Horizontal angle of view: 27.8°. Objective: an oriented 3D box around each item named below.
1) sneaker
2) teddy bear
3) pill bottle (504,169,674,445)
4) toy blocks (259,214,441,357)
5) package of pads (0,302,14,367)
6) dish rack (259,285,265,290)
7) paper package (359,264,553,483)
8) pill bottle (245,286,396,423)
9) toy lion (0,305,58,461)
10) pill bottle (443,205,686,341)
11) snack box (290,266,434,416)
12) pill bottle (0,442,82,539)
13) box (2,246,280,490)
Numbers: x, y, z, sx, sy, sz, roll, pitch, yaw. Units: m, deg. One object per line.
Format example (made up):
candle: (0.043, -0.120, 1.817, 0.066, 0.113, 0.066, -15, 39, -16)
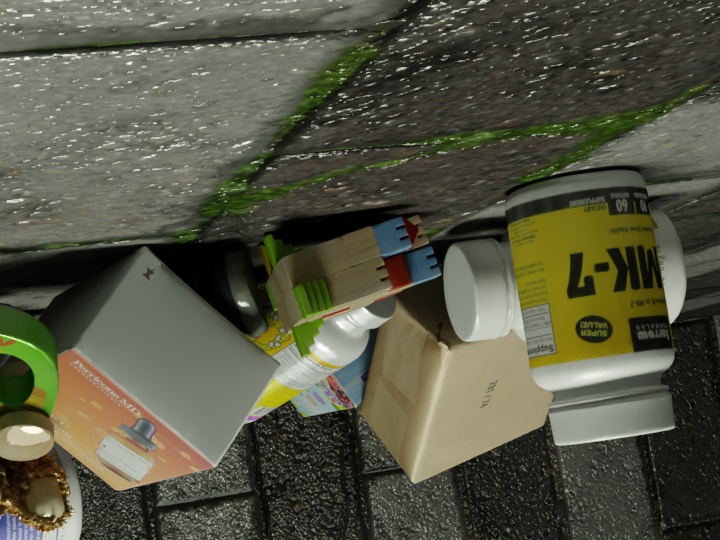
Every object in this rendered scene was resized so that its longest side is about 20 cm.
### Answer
sneaker: (-0.140, 0.029, 1.248, 0.113, 0.077, 0.199, -14, 180, -10)
teddy bear: (-0.302, 0.161, 1.172, 0.144, 0.067, 0.199, 3, -164, -46)
pill bottle: (0.183, 0.030, 1.140, 0.113, 0.201, 0.114, -9, 174, -1)
toy blocks: (0.000, 0.000, 1.194, 0.136, 0.101, 0.200, -20, 176, -10)
package of pads: (-0.379, 0.062, 1.212, 0.120, 0.076, 0.200, -8, 174, 16)
dish rack: (-0.088, 0.043, 1.552, 0.152, 0.055, 0.200, -8, 172, -24)
paper package: (0.111, 0.087, 1.450, 0.190, 0.104, 0.201, -18, 139, -29)
pill bottle: (-0.063, 0.059, 1.381, 0.200, 0.105, 0.104, -33, 162, 29)
toy lion: (-0.314, 0.059, 1.038, 0.199, 0.069, 0.192, 2, 140, -16)
pill bottle: (0.182, 0.007, 1.320, 0.199, 0.115, 0.114, -7, 173, -15)
snack box: (0.005, 0.080, 1.600, 0.168, 0.068, 0.200, -41, -174, -19)
pill bottle: (-0.374, 0.227, 1.368, 0.199, 0.121, 0.119, -7, 173, -33)
box: (-0.190, 0.087, 1.201, 0.200, 0.152, 0.107, -23, -151, 55)
